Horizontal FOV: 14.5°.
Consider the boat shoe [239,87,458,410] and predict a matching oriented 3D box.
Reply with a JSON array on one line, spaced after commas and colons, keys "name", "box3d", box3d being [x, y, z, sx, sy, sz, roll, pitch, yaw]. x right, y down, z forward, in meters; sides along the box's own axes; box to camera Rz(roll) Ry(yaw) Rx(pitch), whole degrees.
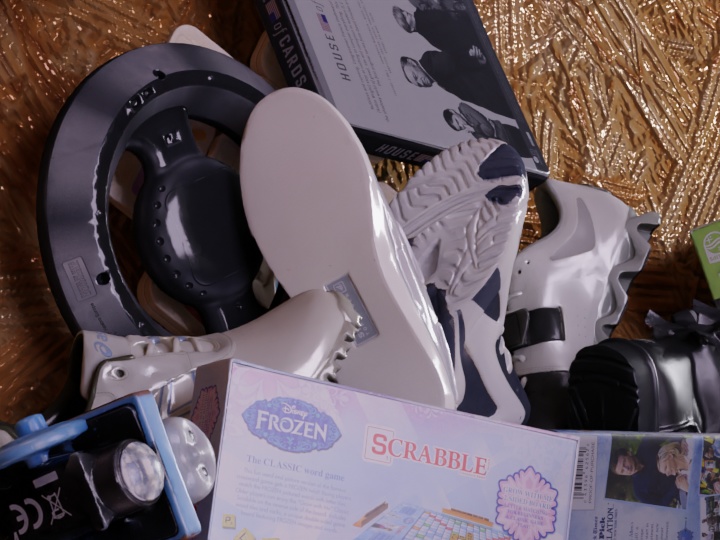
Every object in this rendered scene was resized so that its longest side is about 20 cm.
[{"name": "boat shoe", "box3d": [0.000, 0.000, 1.469, 0.200, 0.072, 0.069, 61, 9, 10]}]

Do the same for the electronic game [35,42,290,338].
[{"name": "electronic game", "box3d": [-0.085, -0.020, 1.468, 0.200, 0.042, 0.200, 13, 71, -41]}]

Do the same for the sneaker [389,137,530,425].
[{"name": "sneaker", "box3d": [0.053, 0.034, 1.562, 0.130, 0.079, 0.199, 43, 58, -65]}]

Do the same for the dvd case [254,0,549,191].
[{"name": "dvd case", "box3d": [0.017, -0.125, 1.609, 0.200, 0.025, 0.150, 11, 50, -49]}]

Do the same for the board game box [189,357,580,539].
[{"name": "board game box", "box3d": [0.003, 0.159, 1.347, 0.200, 0.041, 0.200, 15, 76, -28]}]

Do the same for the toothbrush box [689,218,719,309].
[{"name": "toothbrush box", "box3d": [0.284, 0.055, 1.751, 0.146, 0.086, 0.200, 1, 71, -75]}]

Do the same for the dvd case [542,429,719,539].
[{"name": "dvd case", "box3d": [0.164, 0.159, 1.538, 0.200, 0.018, 0.143, 4, 88, -42]}]

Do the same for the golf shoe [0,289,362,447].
[{"name": "golf shoe", "box3d": [-0.093, 0.058, 1.382, 0.200, 0.078, 0.097, -38, 108, -12]}]

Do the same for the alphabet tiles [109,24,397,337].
[{"name": "alphabet tiles", "box3d": [-0.047, -0.036, 1.539, 0.196, 0.015, 0.200, 40, 56, -24]}]

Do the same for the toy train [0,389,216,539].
[{"name": "toy train", "box3d": [-0.152, 0.112, 1.282, 0.114, 0.200, 0.087, -19, 86, -56]}]

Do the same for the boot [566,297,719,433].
[{"name": "boot", "box3d": [0.189, 0.114, 1.622, 0.162, 0.073, 0.198, -10, 105, -44]}]

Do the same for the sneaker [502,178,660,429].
[{"name": "sneaker", "box3d": [0.101, 0.036, 1.646, 0.088, 0.074, 0.200, 25, 62, -7]}]
